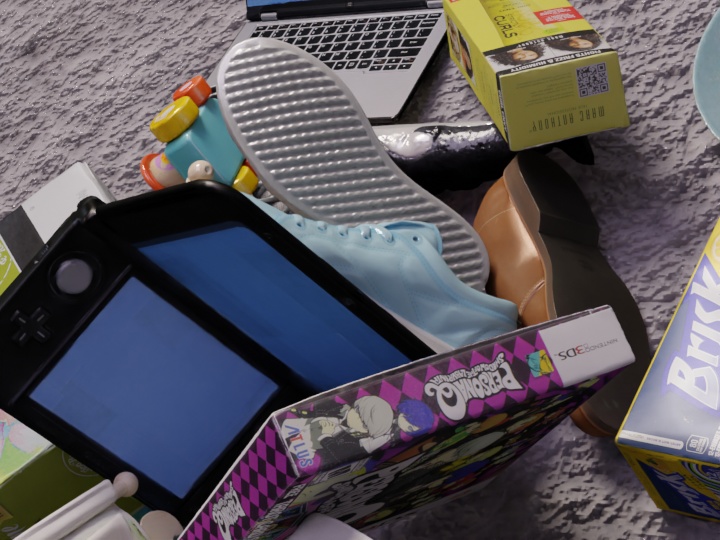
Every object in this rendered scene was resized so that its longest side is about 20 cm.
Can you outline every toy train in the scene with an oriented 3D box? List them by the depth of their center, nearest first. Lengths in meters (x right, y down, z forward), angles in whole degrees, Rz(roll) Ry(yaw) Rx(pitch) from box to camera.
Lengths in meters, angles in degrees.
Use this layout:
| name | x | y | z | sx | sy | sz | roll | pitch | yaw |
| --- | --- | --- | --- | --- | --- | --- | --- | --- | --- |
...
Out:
| name | x | y | z | sx | sy | sz | roll | pitch | yaw |
| --- | --- | --- | --- | --- | --- | --- | --- | --- | --- |
| toy train | -0.070 | -0.016 | 1.030 | 0.056 | 0.150 | 0.200 | -30 | 60 | 25 |

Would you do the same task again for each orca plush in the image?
| name | x | y | z | sx | sy | sz | roll | pitch | yaw |
| --- | --- | --- | --- | --- | --- | --- | --- | --- | --- |
| orca plush | 0.051 | -0.059 | 1.112 | 0.200 | 0.071 | 0.105 | -3 | 7 | 17 |

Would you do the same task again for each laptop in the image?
| name | x | y | z | sx | sy | sz | roll | pitch | yaw |
| --- | --- | --- | --- | --- | --- | --- | --- | --- | --- |
| laptop | -0.035 | -0.207 | 1.228 | 0.187 | 0.116 | 0.200 | 1 | 44 | 32 |

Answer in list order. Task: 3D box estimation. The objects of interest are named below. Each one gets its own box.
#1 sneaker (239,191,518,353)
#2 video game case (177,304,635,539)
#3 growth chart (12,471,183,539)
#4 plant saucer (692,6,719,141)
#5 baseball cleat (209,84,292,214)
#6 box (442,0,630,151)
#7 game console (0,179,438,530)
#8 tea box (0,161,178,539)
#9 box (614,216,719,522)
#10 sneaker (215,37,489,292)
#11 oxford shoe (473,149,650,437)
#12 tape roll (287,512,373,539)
| name | x | y | z | sx | sy | sz | roll | pitch | yaw |
| --- | --- | --- | --- | --- | --- | --- | --- | --- | --- |
| sneaker | 0.000 | 0.000 | 0.946 | 0.074 | 0.200 | 0.082 | -21 | 39 | 60 |
| video game case | 0.015 | 0.091 | 0.853 | 0.181 | 0.200 | 0.036 | -16 | 72 | -26 |
| growth chart | -0.108 | 0.203 | 0.876 | 0.018 | 0.145 | 0.200 | -35 | 79 | 31 |
| plant saucer | 0.297 | -0.122 | 1.015 | 0.201 | 0.039 | 0.201 | -17 | 46 | 18 |
| baseball cleat | -0.066 | -0.047 | 1.120 | 0.070 | 0.107 | 0.200 | -32 | 45 | -4 |
| box | 0.104 | -0.134 | 1.075 | 0.075 | 0.050 | 0.200 | -12 | 23 | -1 |
| game console | -0.077 | 0.056 | 0.901 | 0.176 | 0.200 | 0.116 | -49 | 30 | 2 |
| tea box | -0.181 | 0.077 | 1.063 | 0.197 | 0.134 | 0.200 | -39 | 44 | -3 |
| box | 0.209 | 0.032 | 0.912 | 0.064 | 0.070 | 0.200 | 8 | 58 | 38 |
| sneaker | -0.016 | -0.052 | 1.035 | 0.073 | 0.201 | 0.114 | -43 | 9 | -7 |
| oxford shoe | 0.111 | 0.024 | 0.996 | 0.071 | 0.071 | 0.200 | -47 | 37 | 31 |
| tape roll | 0.010 | 0.224 | 0.773 | 0.203 | 0.203 | 0.139 | 28 | 71 | 43 |
